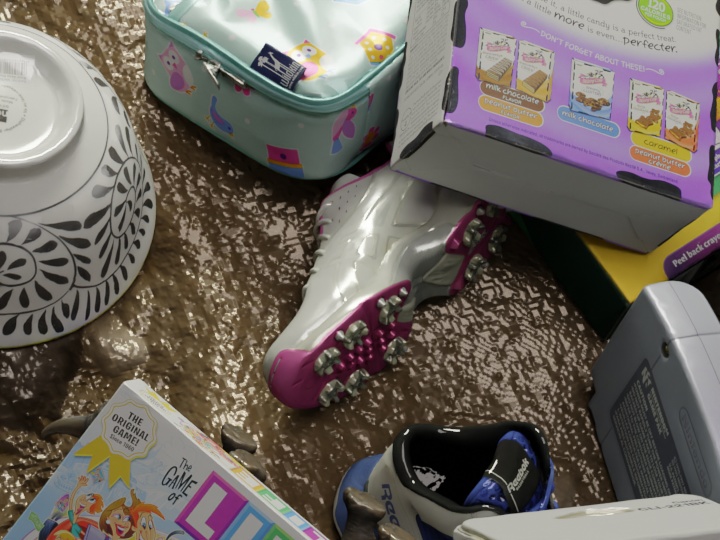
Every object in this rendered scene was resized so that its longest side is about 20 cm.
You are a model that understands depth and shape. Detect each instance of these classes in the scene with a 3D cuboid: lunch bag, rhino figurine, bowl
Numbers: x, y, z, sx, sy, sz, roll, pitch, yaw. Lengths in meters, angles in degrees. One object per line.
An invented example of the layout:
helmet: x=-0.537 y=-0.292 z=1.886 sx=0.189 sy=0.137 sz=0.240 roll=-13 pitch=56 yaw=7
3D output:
lunch bag: x=-0.027 y=-0.150 z=1.473 sx=0.160 sy=0.077 sz=0.200 roll=34 pitch=53 yaw=21
rhino figurine: x=-0.075 y=0.128 z=1.299 sx=0.199 sy=0.088 sz=0.060 roll=27 pitch=11 yaw=1
bowl: x=-0.199 y=-0.067 z=1.369 sx=0.199 sy=0.094 sz=0.202 roll=8 pitch=58 yaw=-14

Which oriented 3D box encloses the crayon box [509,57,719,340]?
crayon box: x=0.174 y=-0.083 z=1.502 sx=0.199 sy=0.058 sz=0.173 roll=-30 pitch=75 yaw=-23

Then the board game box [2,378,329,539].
board game box: x=-0.078 y=0.169 z=1.251 sx=0.200 sy=0.034 sz=0.135 roll=39 pitch=96 yaw=8

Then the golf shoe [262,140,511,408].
golf shoe: x=0.000 y=0.000 z=1.415 sx=0.091 sy=0.076 sz=0.200 roll=32 pitch=51 yaw=22

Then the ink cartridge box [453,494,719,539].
ink cartridge box: x=0.127 y=0.220 z=1.246 sx=0.143 sy=0.084 sz=0.202 roll=-4 pitch=93 yaw=-20

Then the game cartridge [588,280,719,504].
game cartridge: x=0.178 y=0.115 z=1.353 sx=0.041 sy=0.133 sz=0.201 roll=-3 pitch=61 yaw=-22

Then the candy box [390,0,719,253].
candy box: x=0.114 y=-0.132 z=1.419 sx=0.167 sy=0.072 sz=0.201 roll=17 pitch=62 yaw=-20

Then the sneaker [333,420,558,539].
sneaker: x=0.080 y=0.147 z=1.313 sx=0.199 sy=0.115 sz=0.081 roll=36 pitch=56 yaw=6
